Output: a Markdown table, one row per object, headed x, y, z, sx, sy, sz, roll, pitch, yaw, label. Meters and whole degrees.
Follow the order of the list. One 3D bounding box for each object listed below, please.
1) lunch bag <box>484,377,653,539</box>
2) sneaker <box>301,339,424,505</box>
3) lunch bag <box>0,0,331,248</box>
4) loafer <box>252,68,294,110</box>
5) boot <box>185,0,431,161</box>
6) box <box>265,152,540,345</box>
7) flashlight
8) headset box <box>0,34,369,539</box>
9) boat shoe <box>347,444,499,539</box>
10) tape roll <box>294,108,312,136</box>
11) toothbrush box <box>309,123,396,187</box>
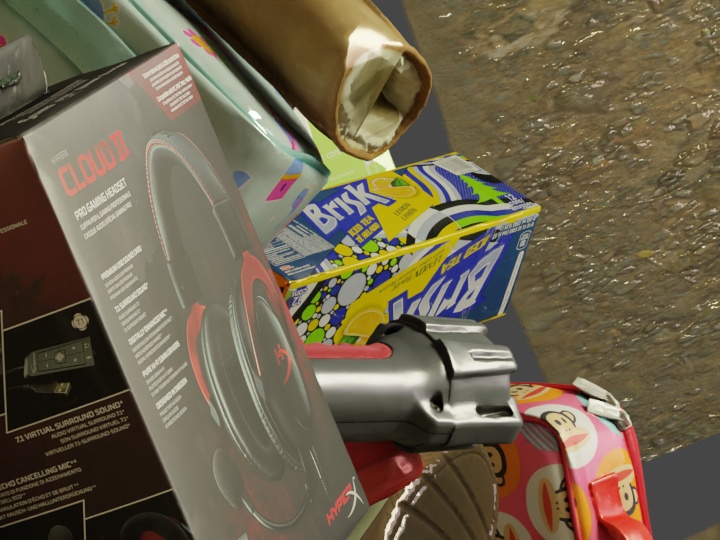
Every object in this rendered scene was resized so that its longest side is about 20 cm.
| x | y | z | sx | sy | sz | roll | pitch | yaw | label |
| --- | --- | --- | --- | --- | --- | --- | --- | --- | --- |
| 0.088 | 0.159 | 1.367 | 0.082 | 0.176 | 0.201 | -19 | 103 | -48 | lunch bag |
| -0.054 | 0.039 | 1.130 | 0.200 | 0.078 | 0.116 | 8 | -60 | 54 | sneaker |
| -0.108 | -0.086 | 1.027 | 0.200 | 0.077 | 0.160 | 43 | 5 | 6 | lunch bag |
| -0.083 | -0.099 | 1.168 | 0.200 | 0.067 | 0.076 | 0 | -69 | 46 | loafer |
| -0.065 | -0.141 | 1.007 | 0.200 | 0.066 | 0.175 | 46 | 6 | 17 | boot |
| 0.000 | 0.000 | 1.291 | 0.064 | 0.200 | 0.070 | 35 | -58 | 30 | box |
| -0.032 | 0.040 | 1.016 | 0.068 | 0.200 | 0.068 | -9 | -98 | 49 | flashlight |
| -0.082 | 0.023 | 0.846 | 0.201 | 0.075 | 0.149 | 68 | 19 | -9 | headset box |
| -0.008 | 0.135 | 1.120 | 0.200 | 0.076 | 0.072 | -46 | 119 | -50 | boat shoe |
| -0.084 | -0.062 | 1.373 | 0.203 | 0.037 | 0.203 | 42 | -37 | 42 | tape roll |
| -0.065 | -0.084 | 1.456 | 0.146 | 0.086 | 0.201 | -16 | -86 | 62 | toothbrush box |
